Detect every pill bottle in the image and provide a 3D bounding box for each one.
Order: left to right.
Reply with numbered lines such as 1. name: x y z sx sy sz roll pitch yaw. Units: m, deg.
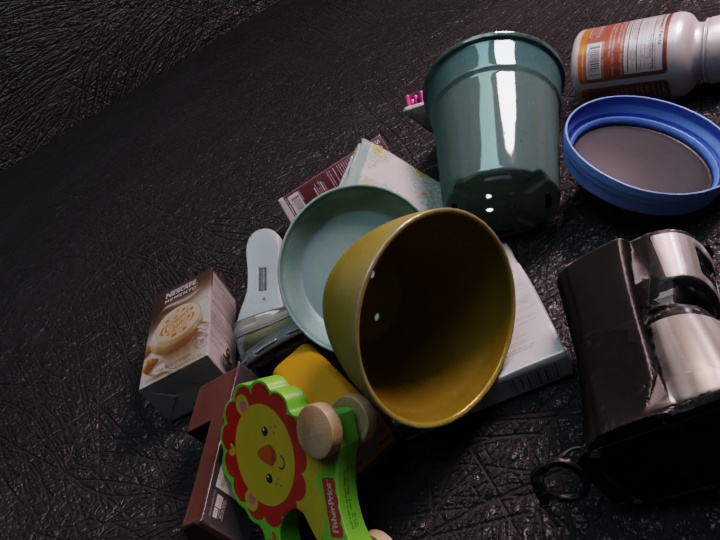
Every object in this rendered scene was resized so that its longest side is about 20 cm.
1. pill bottle: 0.417 -0.304 0.861 0.197 0.113 0.113 5 48 38

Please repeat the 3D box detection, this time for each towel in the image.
1. towel: 0.046 -0.079 0.831 0.048 0.169 0.202 -46 20 46

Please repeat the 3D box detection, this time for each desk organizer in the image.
1. desk organizer: -0.160 0.217 0.690 0.076 0.072 0.202 -29 34 25

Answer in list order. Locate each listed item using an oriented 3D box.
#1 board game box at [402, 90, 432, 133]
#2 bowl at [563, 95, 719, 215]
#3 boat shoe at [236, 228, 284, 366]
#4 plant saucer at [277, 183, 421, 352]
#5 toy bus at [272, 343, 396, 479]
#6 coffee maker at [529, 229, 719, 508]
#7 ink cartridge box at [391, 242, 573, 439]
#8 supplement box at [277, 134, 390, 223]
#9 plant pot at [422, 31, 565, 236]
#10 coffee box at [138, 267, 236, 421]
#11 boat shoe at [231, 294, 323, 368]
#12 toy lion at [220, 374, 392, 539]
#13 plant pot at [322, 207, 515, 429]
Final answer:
1. board game box: 0.188 -0.265 0.938 0.197 0.026 0.199 -11 -5 25
2. bowl: 0.345 -0.142 0.724 0.196 0.040 0.203 0 47 0
3. boat shoe: -0.131 0.047 0.886 0.069 0.091 0.204 -2 70 12
4. plant saucer: 0.000 0.000 0.716 0.198 0.202 0.036 -31 -7 -1
5. toy bus: -0.042 0.150 0.685 0.065 0.079 0.199 -39 37 -13
6. coffee maker: 0.232 0.077 0.519 0.188 0.136 0.202 -10 37 17
7. ink cartridge box: 0.116 0.074 0.694 0.197 0.041 0.202 -24 36 11
8. supplement box: -0.041 -0.144 1.010 0.198 0.061 0.109 -33 5 -4
9. plant pot: 0.181 -0.167 0.794 0.197 0.200 0.200 -12 58 24
10. coffee box: -0.250 0.104 0.888 0.113 0.080 0.201 -26 36 6
11. boat shoe: -0.073 0.075 0.779 0.198 0.074 0.066 -16 81 13
12. toy lion: -0.066 0.203 0.579 0.190 0.068 0.204 -17 81 39
13. plant pot: 0.038 0.038 0.605 0.200 0.201 0.141 -46 29 -21
